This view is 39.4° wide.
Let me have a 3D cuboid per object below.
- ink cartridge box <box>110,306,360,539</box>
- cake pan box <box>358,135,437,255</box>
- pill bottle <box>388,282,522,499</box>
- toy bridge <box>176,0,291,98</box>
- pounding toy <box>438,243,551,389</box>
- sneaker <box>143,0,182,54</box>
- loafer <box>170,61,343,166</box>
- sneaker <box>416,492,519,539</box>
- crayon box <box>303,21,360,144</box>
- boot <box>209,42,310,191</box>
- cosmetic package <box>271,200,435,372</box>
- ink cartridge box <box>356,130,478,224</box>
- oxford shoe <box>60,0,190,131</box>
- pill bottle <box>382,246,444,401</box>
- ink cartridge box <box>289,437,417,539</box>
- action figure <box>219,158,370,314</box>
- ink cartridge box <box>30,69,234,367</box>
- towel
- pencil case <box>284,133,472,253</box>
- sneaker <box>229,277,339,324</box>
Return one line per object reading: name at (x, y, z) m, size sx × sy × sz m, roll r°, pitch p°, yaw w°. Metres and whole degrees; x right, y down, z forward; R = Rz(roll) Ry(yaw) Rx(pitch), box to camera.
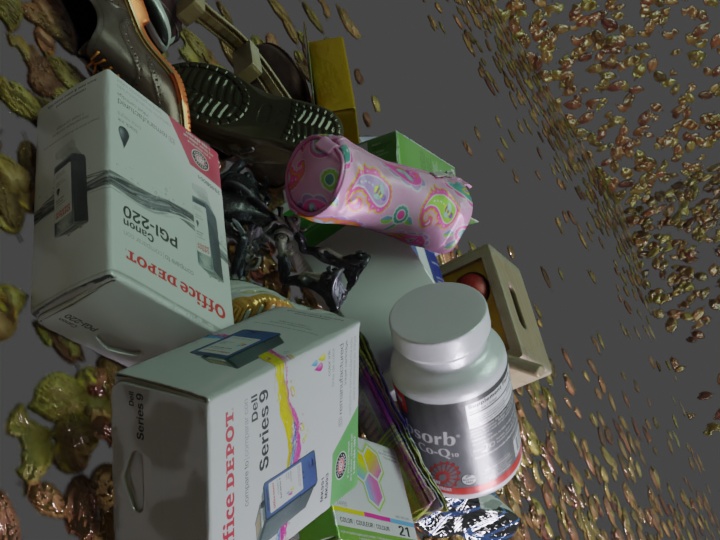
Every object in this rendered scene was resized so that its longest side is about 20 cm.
ink cartridge box at (-0.083, 0.122, 0.733) m, size 0.200 × 0.087 × 0.146 m, roll -20°, pitch 115°, yaw -57°
cake pan box at (0.047, -0.101, 1.421) m, size 0.201 × 0.052 × 0.184 m, roll 64°, pitch 20°, yaw 0°
pill bottle at (0.092, 0.118, 0.991) m, size 0.116 × 0.115 × 0.201 m, roll -82°, pitch 161°, yaw -54°
toy bridge at (-0.120, -0.217, 1.049) m, size 0.200 × 0.027 × 0.067 m, roll 47°, pitch 18°, yaw -33°
pounding toy at (0.141, 0.085, 1.250) m, size 0.142 × 0.184 × 0.201 m, roll 30°, pitch 40°, yaw -54°
sneaker at (-0.234, -0.310, 1.002) m, size 0.116 × 0.075 × 0.201 m, roll -59°, pitch 132°, yaw -70°
loafer at (-0.115, -0.142, 0.989) m, size 0.068 × 0.199 × 0.076 m, roll 101°, pitch 12°, yaw -58°
sneaker at (0.100, 0.259, 1.147) m, size 0.200 × 0.076 × 0.077 m, roll 40°, pitch 6°, yaw -42°
crayon box at (-0.031, -0.188, 1.222) m, size 0.200 × 0.051 × 0.127 m, roll 81°, pitch 0°, yaw -55°
boot at (-0.118, -0.189, 1.111) m, size 0.166 × 0.072 × 0.201 m, roll 23°, pitch 50°, yaw -62°
cosmetic package at (0.000, 0.000, 1.065) m, size 0.200 × 0.107 × 0.085 m, roll 54°, pitch -12°, yaw 2°
ink cartridge box at (0.051, -0.096, 1.197) m, size 0.200 × 0.103 × 0.060 m, roll 20°, pitch 60°, yaw -55°
oxford shoe at (-0.217, -0.179, 0.910) m, size 0.073 × 0.071 × 0.201 m, roll -16°, pitch 76°, yaw -48°
pill bottle at (0.048, 0.043, 1.177) m, size 0.116 × 0.115 × 0.201 m, roll 23°, pitch 46°, yaw -58°
ink cartridge box at (-0.031, 0.165, 0.921) m, size 0.148 × 0.076 × 0.201 m, roll 31°, pitch 41°, yaw -54°
action figure at (-0.097, -0.027, 0.956) m, size 0.200 × 0.102 × 0.119 m, roll 32°, pitch 40°, yaw 0°
ink cartridge box at (-0.179, -0.035, 0.797) m, size 0.146 × 0.085 × 0.201 m, roll 37°, pitch 37°, yaw -49°
towel at (0.026, 0.161, 1.020) m, size 0.201 × 0.023 × 0.144 m, roll 63°, pitch -14°, yaw 15°
pencil case at (0.023, -0.073, 0.968) m, size 0.199 × 0.087 × 0.088 m, roll 11°, pitch 54°, yaw -43°
sneaker at (-0.076, 0.050, 0.907) m, size 0.088 × 0.076 × 0.200 m, roll 28°, pitch -7°, yaw 36°
